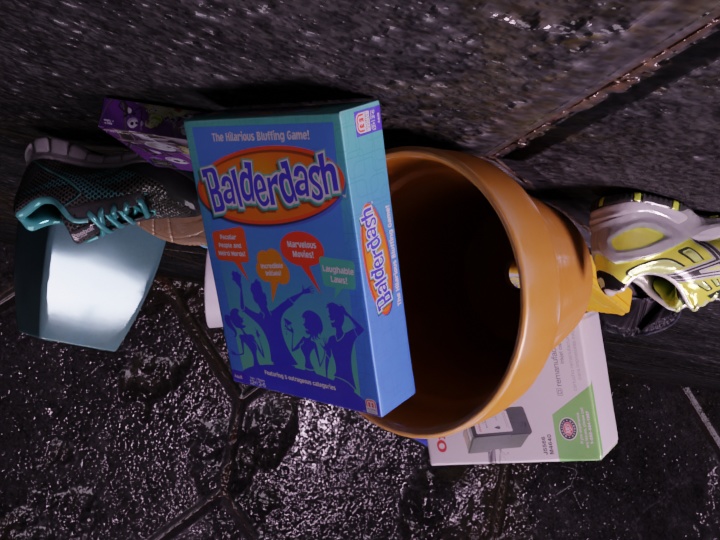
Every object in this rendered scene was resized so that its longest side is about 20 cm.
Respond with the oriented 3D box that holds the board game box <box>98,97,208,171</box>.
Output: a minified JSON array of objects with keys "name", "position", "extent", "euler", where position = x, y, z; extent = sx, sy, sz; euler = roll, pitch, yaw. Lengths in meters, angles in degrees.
[{"name":"board game box","position":[-0.098,-0.098,0.695],"extent":[0.196,0.033,0.120],"euler":[10,178,10]}]

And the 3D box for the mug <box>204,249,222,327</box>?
[{"name":"mug","position":[-0.147,-0.004,1.266],"extent":[0.150,0.189,0.151],"euler":[2,142,-2]}]

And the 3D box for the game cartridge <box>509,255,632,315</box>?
[{"name":"game cartridge","position":[0.152,0.005,0.837],"extent":[0.197,0.033,0.175],"euler":[9,171,36]}]

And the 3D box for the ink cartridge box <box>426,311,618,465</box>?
[{"name":"ink cartridge box","position":[0.166,0.130,0.928],"extent":[0.197,0.149,0.084],"euler":[-10,179,30]}]

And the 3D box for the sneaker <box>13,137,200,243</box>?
[{"name":"sneaker","position":[-0.241,-0.063,0.806],"extent":[0.196,0.093,0.078],"euler":[7,150,15]}]

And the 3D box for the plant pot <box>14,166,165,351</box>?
[{"name":"plant pot","position":[-0.310,-0.018,0.959],"extent":[0.139,0.205,0.140],"euler":[15,172,-37]}]

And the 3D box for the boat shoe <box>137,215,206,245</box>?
[{"name":"boat shoe","position":[-0.163,-0.068,0.886],"extent":[0.196,0.073,0.065],"euler":[16,-150,12]}]

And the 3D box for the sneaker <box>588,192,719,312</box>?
[{"name":"sneaker","position":[0.266,-0.003,0.662],"extent":[0.196,0.078,0.075],"euler":[11,172,-8]}]

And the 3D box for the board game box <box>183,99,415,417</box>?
[{"name":"board game box","position":[-0.043,-0.011,0.592],"extent":[0.150,0.204,0.045],"euler":[5,-160,40]}]

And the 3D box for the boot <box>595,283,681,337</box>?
[{"name":"boot","position":[0.261,0.037,0.999],"extent":[0.195,0.078,0.168],"euler":[3,176,8]}]

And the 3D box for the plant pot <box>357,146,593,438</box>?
[{"name":"plant pot","position":[0.087,0.011,0.661],"extent":[0.197,0.205,0.181],"euler":[5,-173,40]}]

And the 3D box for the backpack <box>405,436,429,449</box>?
[{"name":"backpack","position":[0.108,0.144,1.119],"extent":[0.161,0.170,0.200],"euler":[31,-176,15]}]

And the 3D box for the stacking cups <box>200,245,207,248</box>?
[{"name":"stacking cups","position":[-0.189,-0.054,0.993],"extent":[0.198,0.062,0.060],"euler":[15,178,41]}]
